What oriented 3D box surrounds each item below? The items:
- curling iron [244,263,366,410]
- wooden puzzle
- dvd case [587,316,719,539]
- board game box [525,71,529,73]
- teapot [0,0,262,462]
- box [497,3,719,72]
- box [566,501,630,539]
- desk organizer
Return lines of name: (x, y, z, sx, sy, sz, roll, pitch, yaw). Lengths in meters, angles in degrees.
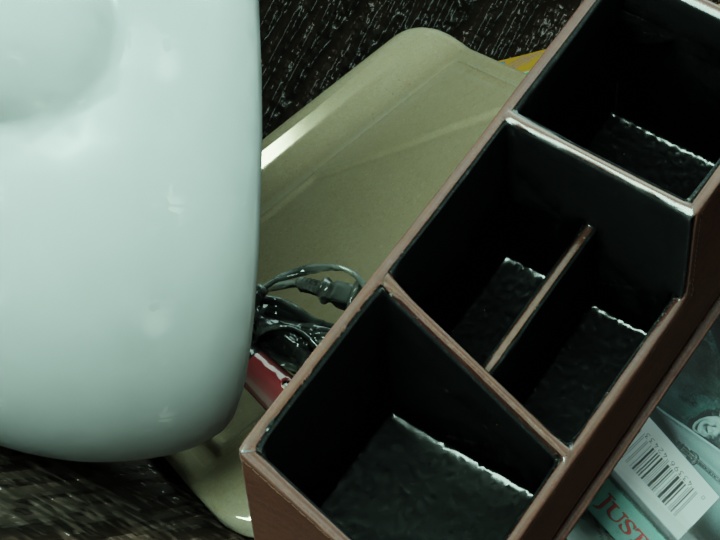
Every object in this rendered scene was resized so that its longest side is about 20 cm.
curling iron: (0.029, 0.073, 0.775, 0.200, 0.050, 0.026, 50, -6, 19)
wooden puzzle: (0.000, 0.000, 0.897, 0.037, 0.185, 0.200, 54, -7, -28)
dvd case: (0.167, 0.063, 0.874, 0.146, 0.022, 0.200, 47, 46, 5)
board game box: (0.083, -0.032, 0.958, 0.200, 0.134, 0.029, -99, 168, -67)
teapot: (-0.109, -0.036, 0.751, 0.146, 0.200, 0.197, -1, 29, -9)
box: (0.119, -0.042, 1.118, 0.200, 0.119, 0.041, -10, 17, 44)
box: (0.100, 0.101, 0.877, 0.200, 0.049, 0.082, 25, 32, -32)
desk organizer: (0.050, 0.012, 0.745, 0.072, 0.200, 0.077, 28, -27, 19)
